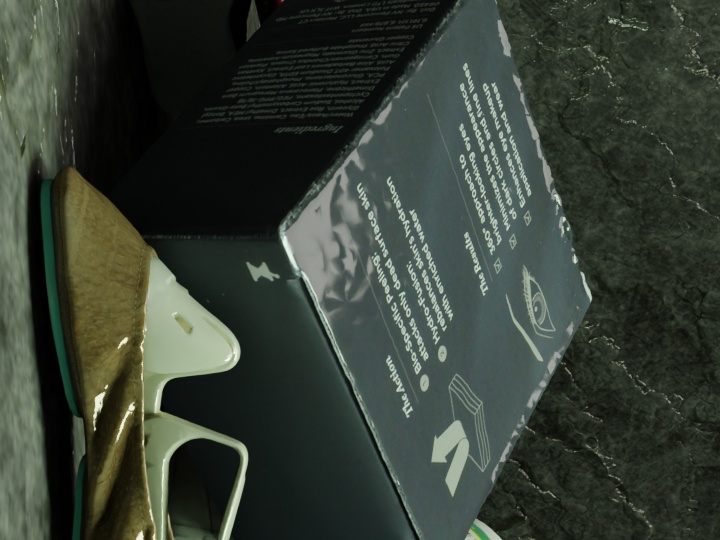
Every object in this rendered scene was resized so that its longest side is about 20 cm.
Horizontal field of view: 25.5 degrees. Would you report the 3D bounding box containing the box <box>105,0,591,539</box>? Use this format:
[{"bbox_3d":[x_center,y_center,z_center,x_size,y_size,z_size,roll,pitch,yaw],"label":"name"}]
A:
[{"bbox_3d":[0.000,0.000,0.733,0.200,0.117,0.198,-55,134,-41],"label":"box"}]

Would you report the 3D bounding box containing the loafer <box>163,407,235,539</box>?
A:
[{"bbox_3d":[-0.071,0.101,0.846,0.201,0.069,0.070,-90,177,-59],"label":"loafer"}]

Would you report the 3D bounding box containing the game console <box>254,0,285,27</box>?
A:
[{"bbox_3d":[-0.051,-0.109,0.902,0.200,0.118,0.174,-55,135,-62],"label":"game console"}]

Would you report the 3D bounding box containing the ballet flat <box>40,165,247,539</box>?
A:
[{"bbox_3d":[-0.080,0.060,0.605,0.068,0.072,0.202,59,28,-87],"label":"ballet flat"}]

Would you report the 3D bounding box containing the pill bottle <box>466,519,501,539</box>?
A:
[{"bbox_3d":[-0.003,0.202,0.915,0.199,0.112,0.114,4,81,-49],"label":"pill bottle"}]

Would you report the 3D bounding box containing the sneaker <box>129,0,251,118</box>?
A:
[{"bbox_3d":[-0.090,-0.179,0.849,0.201,0.070,0.100,96,-6,-56],"label":"sneaker"}]
